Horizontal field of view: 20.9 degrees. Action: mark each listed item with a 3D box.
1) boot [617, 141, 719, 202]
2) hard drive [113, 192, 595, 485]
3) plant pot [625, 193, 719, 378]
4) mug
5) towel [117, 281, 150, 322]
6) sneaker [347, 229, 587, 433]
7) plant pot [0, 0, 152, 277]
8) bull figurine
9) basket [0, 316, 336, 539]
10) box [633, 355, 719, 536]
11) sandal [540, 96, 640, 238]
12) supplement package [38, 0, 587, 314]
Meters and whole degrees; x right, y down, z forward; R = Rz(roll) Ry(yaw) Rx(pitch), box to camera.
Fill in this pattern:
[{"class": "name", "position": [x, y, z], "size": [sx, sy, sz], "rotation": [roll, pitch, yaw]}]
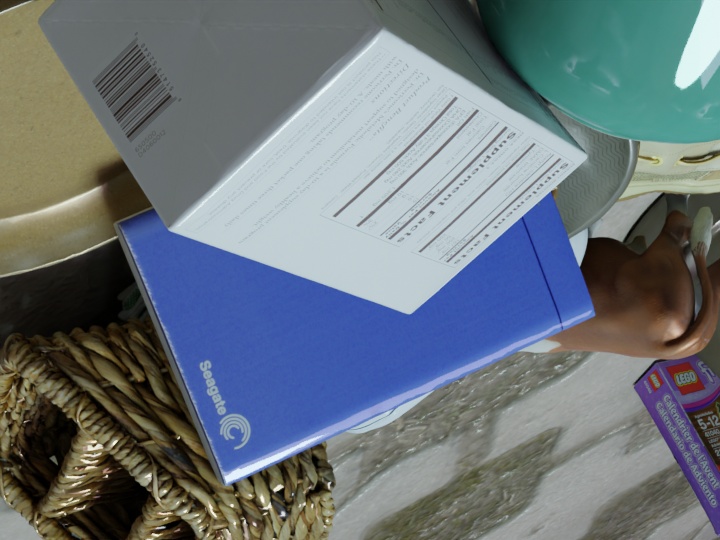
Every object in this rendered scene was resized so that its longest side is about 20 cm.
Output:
[{"class": "boot", "position": [0.184, -0.111, 1.032], "size": [0.199, 0.073, 0.156], "rotation": [-11, 150, -25]}, {"class": "hard drive", "position": [0.000, 0.000, 0.926], "size": [0.199, 0.133, 0.025], "rotation": [-24, -171, -13]}, {"class": "plant pot", "position": [0.297, 0.020, 1.278], "size": [0.199, 0.174, 0.200], "rotation": [-24, 155, -12]}, {"class": "mug", "position": [0.136, -0.129, 0.828], "size": [0.184, 0.152, 0.115], "rotation": [-13, 139, -36]}, {"class": "towel", "position": [-0.020, -0.004, 1.067], "size": [0.149, 0.031, 0.199], "rotation": [-40, 154, 24]}, {"class": "sneaker", "position": [0.041, 0.026, 1.083], "size": [0.200, 0.073, 0.071], "rotation": [-43, 153, 23]}, {"class": "plant pot", "position": [-0.133, -0.065, 0.835], "size": [0.199, 0.028, 0.200], "rotation": [-24, 155, -12]}, {"class": "bull figurine", "position": [0.129, 0.003, 1.123], "size": [0.065, 0.199, 0.122], "rotation": [49, 62, -39]}, {"class": "basket", "position": [-0.112, 0.115, 1.016], "size": [0.148, 0.144, 0.200], "rotation": [-11, 163, -22]}, {"class": "box", "position": [0.327, 0.123, 1.547], "size": [0.199, 0.137, 0.039], "rotation": [-10, 151, -36]}, {"class": "sandal", "position": [0.059, -0.020, 0.997], "size": [0.199, 0.055, 0.082], "rotation": [-31, 120, 18]}, {"class": "supplement package", "position": [-0.012, -0.071, 0.786], "size": [0.109, 0.114, 0.200], "rotation": [-41, 154, 15]}]
